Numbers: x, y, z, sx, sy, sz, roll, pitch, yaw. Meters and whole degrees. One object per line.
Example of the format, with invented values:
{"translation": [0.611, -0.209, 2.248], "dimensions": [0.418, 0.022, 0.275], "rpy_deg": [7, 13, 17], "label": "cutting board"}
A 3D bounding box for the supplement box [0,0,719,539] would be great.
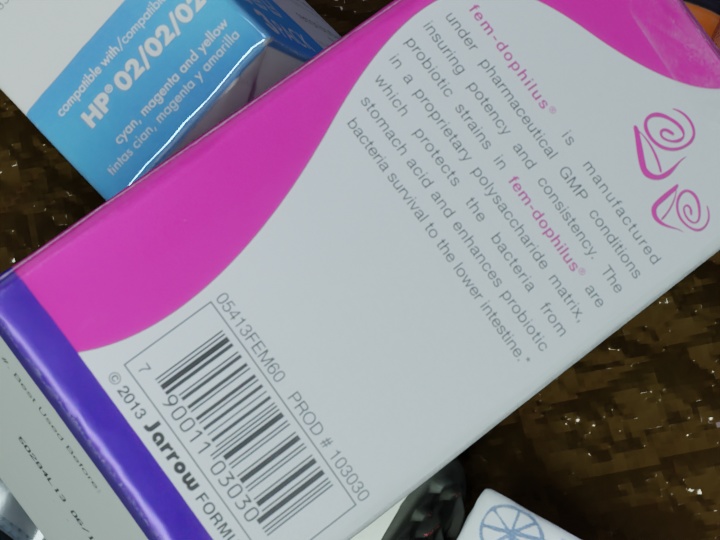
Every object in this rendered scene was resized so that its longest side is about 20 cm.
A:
{"translation": [0.000, 0.000, 0.770], "dimensions": [0.200, 0.103, 0.101], "rpy_deg": [-36, 90, -21], "label": "supplement box"}

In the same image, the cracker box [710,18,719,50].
{"translation": [0.200, -0.043, 0.852], "dimensions": [0.200, 0.058, 0.134], "rpy_deg": [35, 64, -15], "label": "cracker box"}

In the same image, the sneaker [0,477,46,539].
{"translation": [-0.106, 0.066, 0.824], "dimensions": [0.078, 0.079, 0.200], "rpy_deg": [32, 68, 13], "label": "sneaker"}

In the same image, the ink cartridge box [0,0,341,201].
{"translation": [-0.091, -0.100, 0.879], "dimensions": [0.068, 0.115, 0.200], "rpy_deg": [-47, 71, 9], "label": "ink cartridge box"}

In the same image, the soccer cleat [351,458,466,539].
{"translation": [-0.050, 0.117, 0.810], "dimensions": [0.073, 0.068, 0.200], "rpy_deg": [26, 63, 23], "label": "soccer cleat"}

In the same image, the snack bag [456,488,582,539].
{"translation": [0.066, 0.183, 0.789], "dimensions": [0.188, 0.021, 0.200], "rpy_deg": [31, 67, 7], "label": "snack bag"}

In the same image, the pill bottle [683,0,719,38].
{"translation": [0.084, -0.131, 0.912], "dimensions": [0.106, 0.106, 0.200], "rpy_deg": [3, 64, 1], "label": "pill bottle"}
